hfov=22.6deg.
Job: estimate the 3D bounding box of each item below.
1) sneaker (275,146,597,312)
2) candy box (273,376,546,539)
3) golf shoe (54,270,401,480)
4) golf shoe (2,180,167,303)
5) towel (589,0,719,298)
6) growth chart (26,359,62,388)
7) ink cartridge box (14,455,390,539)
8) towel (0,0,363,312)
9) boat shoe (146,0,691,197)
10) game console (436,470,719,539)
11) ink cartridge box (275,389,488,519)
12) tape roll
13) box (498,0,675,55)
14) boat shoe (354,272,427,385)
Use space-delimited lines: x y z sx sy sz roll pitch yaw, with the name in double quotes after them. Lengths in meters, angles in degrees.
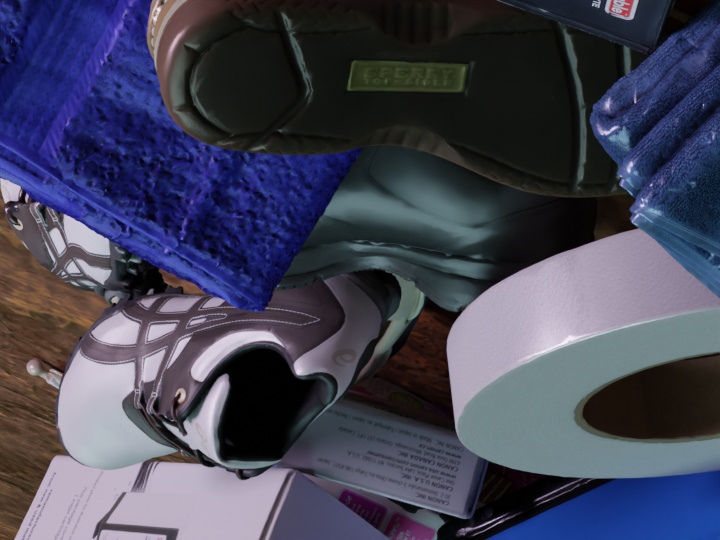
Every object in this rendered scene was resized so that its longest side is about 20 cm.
-0.001 -0.040 0.710 0.199 0.076 0.091 5 124 6 "sneaker"
0.021 0.124 1.050 0.200 0.061 0.136 23 -158 -3 "candy box"
-0.073 0.052 0.788 0.078 0.095 0.200 41 128 -23 "golf shoe"
-0.135 -0.032 0.872 0.094 0.078 0.200 23 160 0 "golf shoe"
0.169 -0.015 0.553 0.200 0.112 0.049 37 -162 -32 "towel"
-0.154 0.108 1.379 0.145 0.018 0.200 35 158 -32 "growth chart"
-0.070 0.168 0.949 0.200 0.084 0.146 -3 146 45 "ink cartridge box"
-0.087 -0.079 0.629 0.200 0.148 0.050 27 -156 -14 "towel"
0.030 -0.075 0.584 0.200 0.072 0.076 7 -149 -19 "boat shoe"
0.138 0.145 0.860 0.200 0.119 0.171 -29 135 25 "game console"
-0.035 0.078 0.953 0.200 0.044 0.174 16 177 1 "ink cartridge box"
0.134 0.034 0.691 0.202 0.037 0.203 -5 156 -2 "tape roll"
0.023 -0.144 0.458 0.159 0.046 0.200 21 160 7 "box"
0.000 0.000 0.845 0.071 0.063 0.200 24 160 5 "boat shoe"
